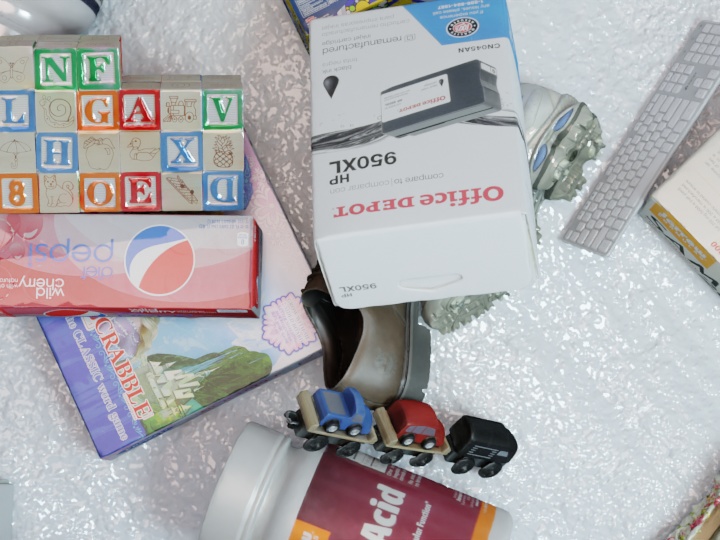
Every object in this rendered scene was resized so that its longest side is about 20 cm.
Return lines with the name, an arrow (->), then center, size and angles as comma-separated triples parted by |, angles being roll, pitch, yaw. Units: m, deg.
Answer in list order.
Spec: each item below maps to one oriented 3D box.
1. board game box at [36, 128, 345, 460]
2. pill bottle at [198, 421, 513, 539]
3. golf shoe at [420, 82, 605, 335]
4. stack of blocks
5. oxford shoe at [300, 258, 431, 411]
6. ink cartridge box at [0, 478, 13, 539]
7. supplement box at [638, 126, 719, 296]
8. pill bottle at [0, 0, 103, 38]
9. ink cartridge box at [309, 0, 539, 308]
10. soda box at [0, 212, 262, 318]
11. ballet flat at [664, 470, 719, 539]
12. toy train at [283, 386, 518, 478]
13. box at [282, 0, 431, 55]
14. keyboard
board game box -> -0.140, 0.007, 1.213 | 0.199, 0.041, 0.201 | -27, 83, -2
pill bottle -> -0.004, 0.185, 1.148 | 0.199, 0.114, 0.115 | 21, 84, 4
golf shoe -> 0.091, -0.049, 1.210 | 0.097, 0.078, 0.200 | 32, 81, 26
stack of blocks -> -0.181, -0.103, 1.148 | 0.199, 0.059, 0.116 | 0, 107, -5
oxford shoe -> 0.000, 0.000, 1.171 | 0.084, 0.073, 0.201 | 13, 59, -33
ink cartridge box -> -0.329, 0.246, 1.166 | 0.145, 0.084, 0.201 | 0, 82, 1
supplement box -> 0.317, -0.071, 1.192 | 0.200, 0.074, 0.126 | -43, 83, -4
pill bottle -> -0.232, -0.244, 1.212 | 0.115, 0.116, 0.201 | 23, 84, 5
ink cartridge box -> 0.042, -0.085, 1.136 | 0.144, 0.084, 0.201 | -8, 55, 8
soda box -> -0.170, -0.003, 1.162 | 0.199, 0.063, 0.070 | 0, 83, 2
ballet flat -> 0.247, 0.204, 1.163 | 0.075, 0.064, 0.201 | 31, 85, 5
toy train -> 0.033, 0.111, 1.136 | 0.046, 0.199, 0.034 | -48, 46, 32
box -> 0.038, -0.233, 1.224 | 0.199, 0.070, 0.065 | -26, 80, -2
keyboard -> 0.217, -0.099, 1.211 | 0.011, 0.056, 0.201 | 35, 84, -27
